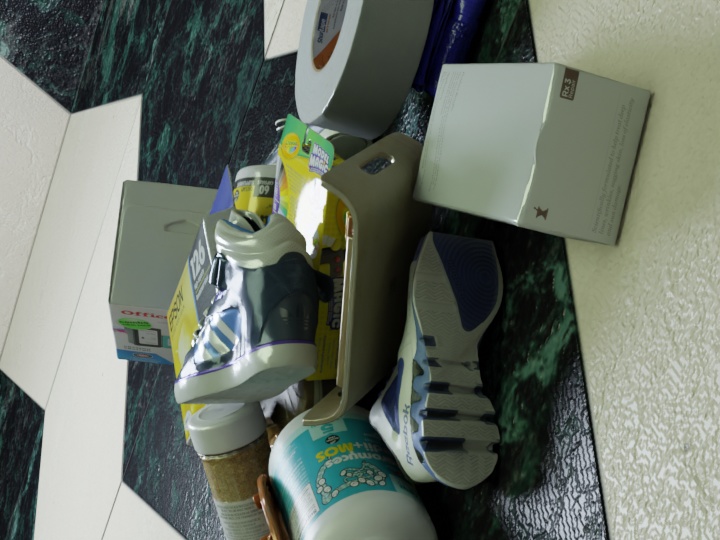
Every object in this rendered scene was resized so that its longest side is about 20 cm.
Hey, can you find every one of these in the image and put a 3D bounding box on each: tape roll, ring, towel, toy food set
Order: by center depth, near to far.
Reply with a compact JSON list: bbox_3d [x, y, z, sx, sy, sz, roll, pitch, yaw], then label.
[{"bbox_3d":[-0.001,0.006,1.175,0.143,0.060,0.203,-35,-46,-58],"label":"toy food set"},{"bbox_3d":[-0.049,0.264,1.229,0.200,0.019,0.203,156,91,-88],"label":"ring"},{"bbox_3d":[0.075,-0.266,1.331,0.148,0.049,0.202,-123,49,-61],"label":"towel"},{"bbox_3d":[0.002,-0.224,1.356,0.200,0.065,0.203,-168,90,-73],"label":"tape roll"}]

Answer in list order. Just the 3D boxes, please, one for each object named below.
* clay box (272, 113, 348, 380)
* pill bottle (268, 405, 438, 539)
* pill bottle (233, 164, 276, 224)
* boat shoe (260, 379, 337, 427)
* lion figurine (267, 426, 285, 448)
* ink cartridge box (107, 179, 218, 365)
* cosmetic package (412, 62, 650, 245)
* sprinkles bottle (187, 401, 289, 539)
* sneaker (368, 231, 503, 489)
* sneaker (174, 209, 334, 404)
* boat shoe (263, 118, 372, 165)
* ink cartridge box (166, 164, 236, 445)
[{"bbox_3d":[-0.037,-0.022,1.275,0.115,0.047,0.203,-140,53,-58],"label":"clay box"},{"bbox_3d":[-0.003,0.199,1.186,0.200,0.109,0.112,-120,46,-60],"label":"pill bottle"},{"bbox_3d":[-0.087,0.004,1.514,0.111,0.110,0.203,162,117,-66],"label":"pill bottle"},{"bbox_3d":[-0.060,0.113,1.370,0.200,0.064,0.074,-174,90,-69],"label":"boat shoe"},{"bbox_3d":[-0.079,0.177,1.441,0.200,0.072,0.124,-138,49,-58],"label":"lion figurine"},{"bbox_3d":[-0.199,0.009,1.680,0.200,0.145,0.148,104,171,-69],"label":"ink cartridge box"},{"bbox_3d":[0.117,-0.087,1.079,0.200,0.080,0.114,-155,78,-68],"label":"cosmetic package"},{"bbox_3d":[-0.094,0.215,1.339,0.068,0.068,0.202,-156,48,-69],"label":"sprinkles bottle"},{"bbox_3d":[0.049,0.076,1.160,0.115,0.080,0.202,-34,49,59],"label":"sneaker"},{"bbox_3d":[-0.099,0.028,1.254,0.199,0.080,0.149,-27,65,55],"label":"sneaker"},{"bbox_3d":[-0.050,-0.130,1.544,0.200,0.074,0.063,144,133,-59],"label":"boat shoe"},{"bbox_3d":[-0.146,0.036,1.438,0.198,0.046,0.202,120,140,-57],"label":"ink cartridge box"}]
